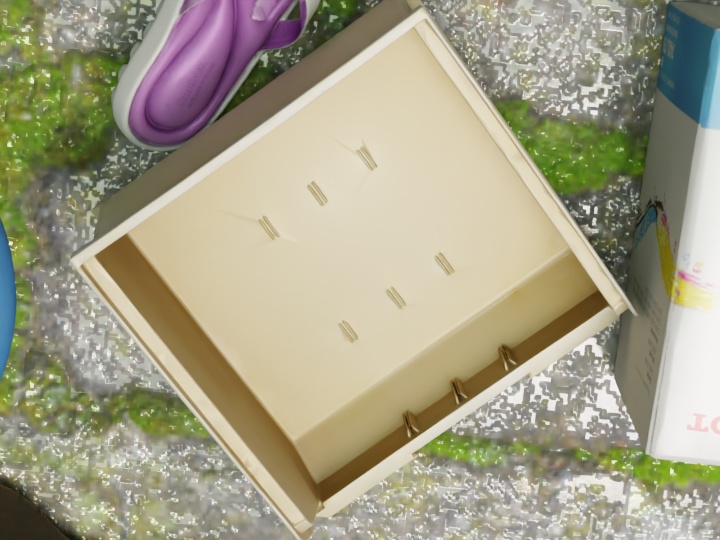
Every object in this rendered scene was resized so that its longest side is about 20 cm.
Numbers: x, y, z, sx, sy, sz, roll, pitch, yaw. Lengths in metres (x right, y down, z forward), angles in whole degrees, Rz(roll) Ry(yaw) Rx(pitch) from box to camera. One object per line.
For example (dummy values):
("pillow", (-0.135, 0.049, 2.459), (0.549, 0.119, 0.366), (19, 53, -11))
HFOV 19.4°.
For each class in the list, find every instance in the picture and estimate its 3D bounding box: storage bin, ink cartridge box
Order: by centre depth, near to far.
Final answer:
("ink cartridge box", (0.212, -0.015, 1.007), (0.146, 0.146, 0.201), (7, 102, -2))
("storage bin", (0.000, 0.000, 1.029), (0.200, 0.094, 0.199), (-35, 108, 7))

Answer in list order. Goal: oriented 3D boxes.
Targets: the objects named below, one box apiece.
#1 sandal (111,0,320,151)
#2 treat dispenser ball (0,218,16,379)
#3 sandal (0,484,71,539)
("sandal", (-0.051, -0.130, 1.002), (0.082, 0.050, 0.203), (1, 133, -37))
("treat dispenser ball", (-0.262, 0.014, 0.987), (0.200, 0.201, 0.202), (0, 102, 0))
("sandal", (-0.164, 0.169, 1.095), (0.199, 0.082, 0.055), (22, 136, -15))
